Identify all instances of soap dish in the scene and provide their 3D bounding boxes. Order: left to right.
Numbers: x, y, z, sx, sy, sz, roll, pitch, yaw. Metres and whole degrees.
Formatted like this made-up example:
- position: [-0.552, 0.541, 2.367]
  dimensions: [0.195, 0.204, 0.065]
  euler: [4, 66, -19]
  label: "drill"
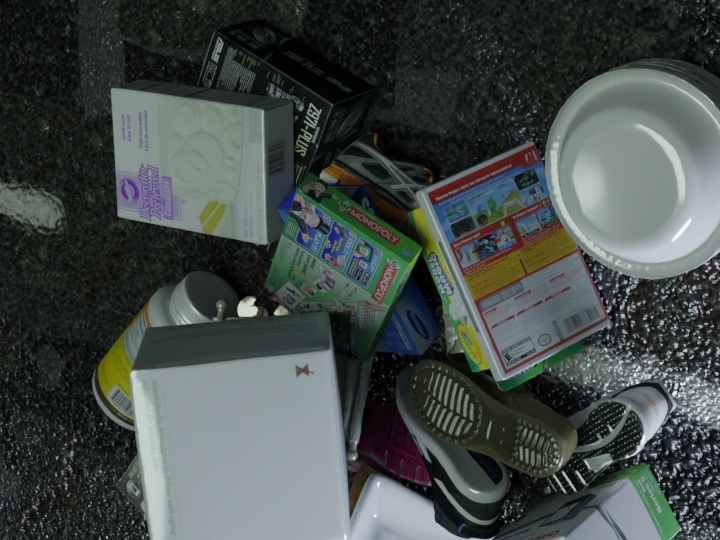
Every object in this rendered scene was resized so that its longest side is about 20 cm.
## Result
- position: [0.053, 0.321, 1.735]
  dimensions: [0.199, 0.158, 0.081]
  euler: [29, 149, -7]
  label: "soap dish"

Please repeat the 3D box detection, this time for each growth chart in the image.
- position: [-0.079, 0.110, 1.761]
  dimensions: [0.199, 0.018, 0.145]
  euler: [14, 84, 17]
  label: "growth chart"

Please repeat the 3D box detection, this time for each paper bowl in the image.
- position: [0.265, -0.092, 1.525]
  dimensions: [0.200, 0.104, 0.202]
  euler: [12, 112, 30]
  label: "paper bowl"

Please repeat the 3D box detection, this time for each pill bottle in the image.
- position: [-0.220, 0.091, 1.894]
  dimensions: [0.109, 0.109, 0.200]
  euler: [49, 124, 10]
  label: "pill bottle"

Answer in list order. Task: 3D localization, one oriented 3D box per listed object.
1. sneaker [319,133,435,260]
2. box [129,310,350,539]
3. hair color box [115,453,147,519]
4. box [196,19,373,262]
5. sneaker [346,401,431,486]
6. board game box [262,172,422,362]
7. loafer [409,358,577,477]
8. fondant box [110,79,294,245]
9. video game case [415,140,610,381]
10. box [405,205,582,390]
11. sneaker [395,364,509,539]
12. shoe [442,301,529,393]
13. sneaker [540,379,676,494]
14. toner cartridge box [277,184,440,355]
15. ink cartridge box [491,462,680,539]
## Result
- position: [0.058, -0.069, 1.686]
  dimensions: [0.200, 0.077, 0.078]
  euler: [34, 161, 1]
  label: "sneaker"
- position: [-0.116, 0.160, 1.631]
  dimensions: [0.199, 0.171, 0.200]
  euler: [-6, 102, -2]
  label: "box"
- position: [-0.172, 0.191, 1.839]
  dimensions: [0.064, 0.200, 0.111]
  euler: [44, 124, 13]
  label: "hair color box"
- position: [-0.100, -0.140, 1.755]
  dimensions: [0.163, 0.086, 0.201]
  euler: [33, 121, 20]
  label: "box"
- position: [0.018, 0.184, 1.795]
  dimensions: [0.199, 0.082, 0.088]
  euler: [21, 161, 11]
  label: "sneaker"
- position: [-0.022, 0.001, 1.658]
  dimensions: [0.134, 0.029, 0.200]
  euler: [33, 146, 6]
  label: "board game box"
- position: [0.134, 0.148, 1.640]
  dimensions: [0.200, 0.067, 0.076]
  euler: [31, 109, 35]
  label: "loafer"
- position: [-0.165, -0.115, 1.717]
  dimensions: [0.199, 0.058, 0.145]
  euler: [11, 112, 31]
  label: "fondant box"
- position: [0.152, -0.011, 1.606]
  dimensions: [0.017, 0.143, 0.201]
  euler: [-18, 96, 64]
  label: "video game case"
- position: [0.138, 0.011, 1.631]
  dimensions: [0.048, 0.117, 0.201]
  euler: [-22, 92, 63]
  label: "box"
- position: [0.085, 0.200, 1.713]
  dimensions: [0.200, 0.073, 0.112]
  euler: [-121, 28, -44]
  label: "sneaker"
- position: [0.130, 0.093, 1.687]
  dimensions: [0.070, 0.053, 0.201]
  euler: [-11, 106, 40]
  label: "shoe"
- position: [0.243, 0.167, 1.647]
  dimensions: [0.074, 0.080, 0.200]
  euler: [59, 144, 3]
  label: "sneaker"
- position: [0.000, 0.000, 1.704]
  dimensions: [0.095, 0.043, 0.200]
  euler: [4, 135, 42]
  label: "toner cartridge box"
- position: [0.205, 0.279, 1.622]
  dimensions: [0.146, 0.200, 0.084]
  euler: [-27, 89, 35]
  label: "ink cartridge box"
